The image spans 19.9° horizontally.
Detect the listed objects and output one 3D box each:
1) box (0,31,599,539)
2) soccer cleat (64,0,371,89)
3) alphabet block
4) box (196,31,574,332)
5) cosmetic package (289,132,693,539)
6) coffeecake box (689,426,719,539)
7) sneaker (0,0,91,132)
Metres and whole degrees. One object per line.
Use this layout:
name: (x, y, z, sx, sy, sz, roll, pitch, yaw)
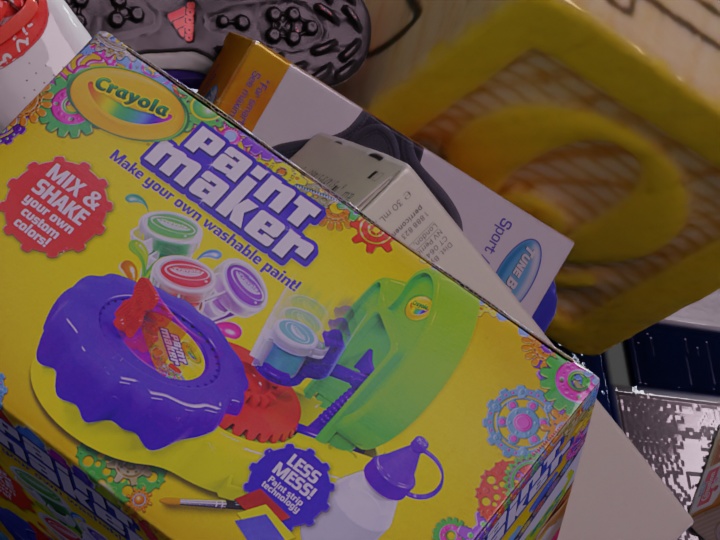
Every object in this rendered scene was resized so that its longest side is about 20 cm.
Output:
box: (-0.042, 0.060, 0.692, 0.199, 0.193, 0.122, 35, 68, 16)
soccer cleat: (-0.097, -0.108, 0.891, 0.198, 0.073, 0.069, 6, 83, -17)
alphabet block: (0.109, -0.112, 0.963, 0.196, 0.195, 0.201, 29, 52, -21)
box: (0.000, 0.000, 0.881, 0.199, 0.041, 0.120, 30, 90, -21)
cosmetic package: (0.035, 0.045, 0.828, 0.073, 0.103, 0.200, -43, 111, -8)
coffeecake box: (0.282, 0.113, 0.979, 0.153, 0.200, 0.073, 42, 49, -14)
sneaker: (-0.169, -0.126, 0.785, 0.067, 0.108, 0.202, -37, 82, -8)
